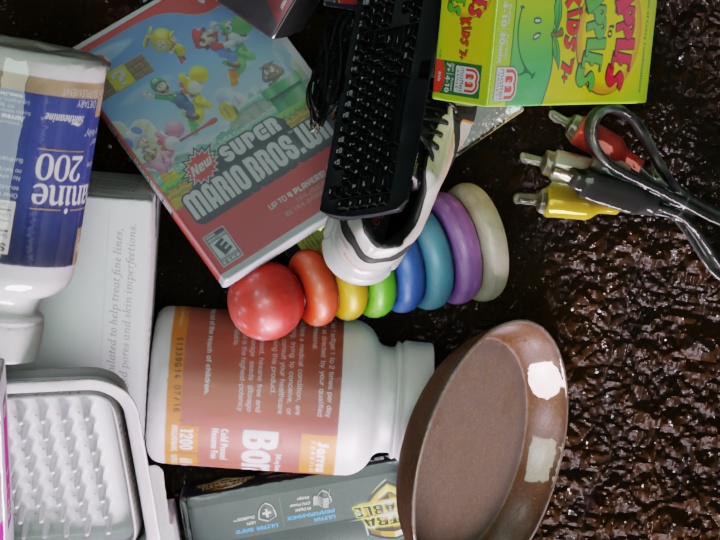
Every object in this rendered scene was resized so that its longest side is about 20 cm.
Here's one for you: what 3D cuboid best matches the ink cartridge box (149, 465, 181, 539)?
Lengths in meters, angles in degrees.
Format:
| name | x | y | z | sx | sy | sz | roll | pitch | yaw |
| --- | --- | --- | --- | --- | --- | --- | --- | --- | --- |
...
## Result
| name | x | y | z | sx | sy | sz | roll | pitch | yaw |
| --- | --- | --- | --- | --- | --- | --- | --- | --- | --- |
| ink cartridge box | -0.182 | 0.238 | 1.696 | 0.115 | 0.068 | 0.202 | -7 | 100 | -1 |

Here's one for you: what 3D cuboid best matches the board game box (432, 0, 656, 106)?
| name | x | y | z | sx | sy | sz | roll | pitch | yaw |
| --- | --- | --- | --- | --- | --- | --- | --- | --- | --- |
| board game box | 0.129 | -0.165 | 1.580 | 0.047 | 0.199 | 0.103 | 11 | 101 | 37 |

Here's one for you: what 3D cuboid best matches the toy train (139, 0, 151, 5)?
| name | x | y | z | sx | sy | sz | roll | pitch | yaw |
| --- | --- | --- | --- | --- | --- | --- | --- | --- | --- |
| toy train | -0.114 | -0.280 | 1.632 | 0.046 | 0.034 | 0.201 | 27 | 97 | -1 |

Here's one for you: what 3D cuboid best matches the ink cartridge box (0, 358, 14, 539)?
| name | x | y | z | sx | sy | sz | roll | pitch | yaw |
| --- | --- | --- | --- | --- | --- | --- | --- | --- | --- |
| ink cartridge box | -0.275 | 0.140 | 1.514 | 0.094 | 0.037 | 0.201 | 3 | 129 | -2 |

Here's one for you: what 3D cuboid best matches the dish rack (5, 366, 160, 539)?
| name | x | y | z | sx | sy | sz | roll | pitch | yaw |
| --- | --- | --- | --- | --- | --- | --- | --- | --- | --- |
| dish rack | -0.237 | 0.131 | 1.553 | 0.198 | 0.044 | 0.173 | -3 | 126 | 3 |

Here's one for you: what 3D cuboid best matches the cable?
| name | x | y | z | sx | sy | sz | roll | pitch | yaw |
| --- | --- | --- | --- | --- | --- | --- | --- | --- | --- |
| cable | 0.213 | -0.059 | 1.677 | 0.199 | 0.050 | 0.098 | 20 | 104 | -14 |

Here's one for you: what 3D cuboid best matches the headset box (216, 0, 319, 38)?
| name | x | y | z | sx | sy | sz | roll | pitch | yaw |
| --- | --- | --- | --- | --- | --- | --- | --- | --- | --- |
| headset box | -0.075 | -0.261 | 1.563 | 0.199 | 0.075 | 0.149 | 34 | 107 | 7 |

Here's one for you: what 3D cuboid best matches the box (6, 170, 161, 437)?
| name | x | y | z | sx | sy | sz | roll | pitch | yaw |
| --- | --- | --- | --- | --- | --- | --- | --- | --- | --- |
| box | -0.243 | 0.031 | 1.631 | 0.198 | 0.131 | 0.201 | 4 | 100 | -2 |

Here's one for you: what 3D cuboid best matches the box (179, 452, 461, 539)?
| name | x | y | z | sx | sy | sz | roll | pitch | yaw |
| --- | --- | --- | --- | --- | --- | --- | --- | --- | --- |
| box | -0.023 | 0.220 | 1.708 | 0.198 | 0.046 | 0.161 | -9 | 99 | 0 |

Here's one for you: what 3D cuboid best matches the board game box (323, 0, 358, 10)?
| name | x | y | z | sx | sy | sz | roll | pitch | yaw |
| --- | --- | --- | --- | --- | --- | --- | --- | --- | --- |
| board game box | 0.037 | -0.279 | 1.621 | 0.198 | 0.062 | 0.202 | 9 | 100 | -1 |

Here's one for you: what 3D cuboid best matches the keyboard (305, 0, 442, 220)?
| name | x | y | z | sx | sy | sz | roll | pitch | yaw |
| --- | --- | --- | --- | --- | --- | --- | --- | --- | --- |
| keyboard | 0.000 | -0.129 | 1.540 | 0.040 | 0.104 | 0.202 | 30 | 61 | -41 |

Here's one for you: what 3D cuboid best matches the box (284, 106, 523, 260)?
| name | x | y | z | sx | sy | sz | roll | pitch | yaw |
| --- | --- | --- | --- | --- | --- | --- | --- | --- | --- |
| box | 0.015 | -0.088 | 1.657 | 0.199 | 0.050 | 0.075 | -36 | 97 | 5 |

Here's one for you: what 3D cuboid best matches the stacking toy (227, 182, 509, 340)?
| name | x | y | z | sx | sy | sz | roll | pitch | yaw |
| --- | --- | --- | --- | --- | --- | --- | --- | --- | --- |
| stacking toy | 0.000 | 0.000 | 1.624 | 0.198 | 0.085 | 0.086 | -14 | 100 | -20 |

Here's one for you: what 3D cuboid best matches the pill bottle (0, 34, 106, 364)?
| name | x | y | z | sx | sy | sz | roll | pitch | yaw |
| --- | --- | --- | --- | --- | --- | --- | --- | --- | --- |
| pill bottle | -0.231 | -0.047 | 1.496 | 0.110 | 0.111 | 0.202 | 10 | 98 | -3 |

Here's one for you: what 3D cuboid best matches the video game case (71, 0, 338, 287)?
| name | x | y | z | sx | sy | sz | roll | pitch | yaw |
| --- | --- | --- | --- | --- | --- | --- | --- | --- | --- |
| video game case | -0.093 | -0.104 | 1.609 | 0.142 | 0.017 | 0.201 | -32 | 77 | -18 |

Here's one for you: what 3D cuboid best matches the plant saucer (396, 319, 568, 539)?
| name | x | y | z | sx | sy | sz | roll | pitch | yaw |
| --- | --- | --- | --- | --- | --- | --- | --- | --- | --- |
| plant saucer | 0.082 | 0.130 | 1.643 | 0.034 | 0.200 | 0.202 | 15 | 100 | 32 |

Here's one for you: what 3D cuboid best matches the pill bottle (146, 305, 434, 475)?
| name | x | y | z | sx | sy | sz | roll | pitch | yaw |
| --- | --- | --- | --- | --- | --- | --- | --- | --- | --- |
| pill bottle | -0.049 | 0.087 | 1.653 | 0.198 | 0.112 | 0.113 | 4 | 99 | -1 |

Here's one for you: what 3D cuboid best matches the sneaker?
| name | x | y | z | sx | sy | sz | roll | pitch | yaw |
| --- | --- | --- | --- | --- | --- | --- | --- | --- | --- |
| sneaker | 0.039 | -0.086 | 1.569 | 0.073 | 0.080 | 0.202 | 22 | 76 | -9 |
